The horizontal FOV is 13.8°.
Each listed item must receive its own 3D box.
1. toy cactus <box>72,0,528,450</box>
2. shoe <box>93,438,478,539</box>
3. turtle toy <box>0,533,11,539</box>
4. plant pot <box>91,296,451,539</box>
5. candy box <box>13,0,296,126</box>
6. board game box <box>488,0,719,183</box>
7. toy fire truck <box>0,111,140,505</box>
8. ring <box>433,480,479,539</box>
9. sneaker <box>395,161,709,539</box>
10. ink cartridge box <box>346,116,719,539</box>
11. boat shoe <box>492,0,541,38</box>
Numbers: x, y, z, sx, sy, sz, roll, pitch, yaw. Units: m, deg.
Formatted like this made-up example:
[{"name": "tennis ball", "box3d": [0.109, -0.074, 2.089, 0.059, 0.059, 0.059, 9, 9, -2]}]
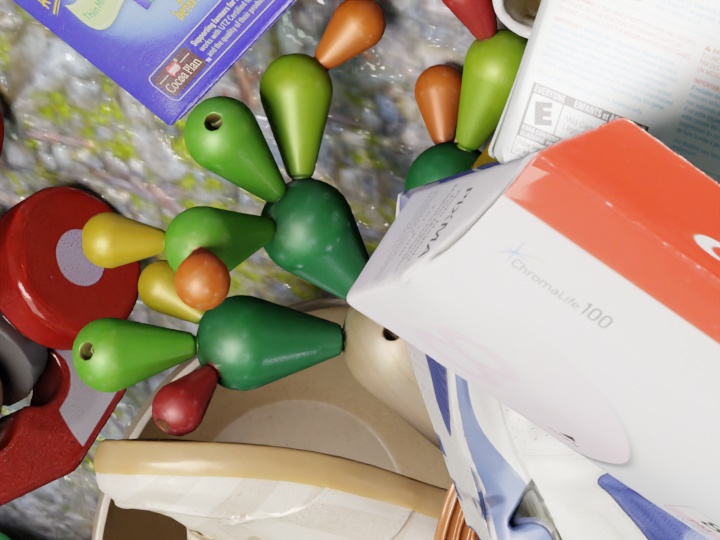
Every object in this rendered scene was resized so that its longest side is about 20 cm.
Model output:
[{"name": "toy cactus", "box3d": [0.000, 0.000, 1.053, 0.165, 0.200, 0.102, 50, 176, -27]}, {"name": "shoe", "box3d": [-0.002, 0.099, 1.070, 0.199, 0.054, 0.070, 14, 169, -15]}, {"name": "turtle toy", "box3d": [-0.162, 0.192, 1.414, 0.145, 0.101, 0.201, 25, 152, 48]}, {"name": "plant pot", "box3d": [-0.014, 0.104, 1.173, 0.200, 0.201, 0.134, 41, 176, -12]}, {"name": "candy box", "box3d": [-0.091, -0.167, 0.992, 0.200, 0.077, 0.169, 38, 143, -10]}, {"name": "board game box", "box3d": [0.138, -0.103, 0.837, 0.147, 0.064, 0.201, 23, 109, 13]}, {"name": "toy fire truck", "box3d": [-0.192, 0.020, 1.192, 0.200, 0.168, 0.112, 46, 140, -18]}, {"name": "ring", "box3d": [0.121, 0.107, 1.072, 0.201, 0.200, 0.019, 51, 175, -23]}, {"name": "sneaker", "box3d": [0.086, 0.052, 1.001, 0.081, 0.114, 0.201, -135, 29, -73]}, {"name": "ink cartridge box", "box3d": [0.093, 0.028, 0.848, 0.162, 0.057, 0.200, 34, 173, -10]}, {"name": "boat shoe", "box3d": [0.131, -0.082, 0.923, 0.201, 0.086, 0.075, 12, 138, 25]}]
